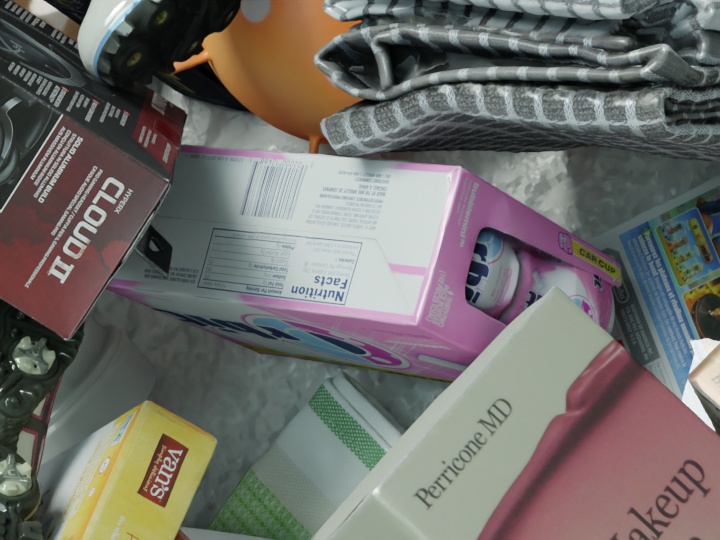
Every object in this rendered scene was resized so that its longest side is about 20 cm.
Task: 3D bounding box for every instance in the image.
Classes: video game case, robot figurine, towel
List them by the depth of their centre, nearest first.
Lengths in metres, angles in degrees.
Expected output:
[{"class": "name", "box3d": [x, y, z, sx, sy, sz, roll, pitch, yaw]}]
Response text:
[{"class": "towel", "box3d": [0.095, -0.080, 0.979, 0.165, 0.200, 0.086, 9, 96, 38]}, {"class": "video game case", "box3d": [0.146, 0.037, 1.032, 0.200, 0.018, 0.143, -27, 64, 17]}, {"class": "towel", "box3d": [-0.021, 0.163, 1.064, 0.149, 0.031, 0.200, 44, 105, 31]}, {"class": "robot figurine", "box3d": [0.008, -0.136, 1.087, 0.117, 0.144, 0.200, 25, 71, 43]}]

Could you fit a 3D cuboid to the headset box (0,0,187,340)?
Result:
[{"class": "headset box", "box3d": [-0.154, -0.061, 0.967, 0.200, 0.149, 0.077, 33, 101, -10]}]

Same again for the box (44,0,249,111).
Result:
[{"class": "box", "box3d": [-0.068, -0.191, 1.130, 0.051, 0.158, 0.200, 15, 80, 30]}]

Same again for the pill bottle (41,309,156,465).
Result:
[{"class": "pill bottle", "box3d": [-0.187, 0.003, 1.105, 0.111, 0.200, 0.111, -39, 16, 14]}]

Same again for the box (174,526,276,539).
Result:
[{"class": "box", "box3d": [-0.061, 0.221, 1.001, 0.124, 0.097, 0.200, 39, 102, 33]}]

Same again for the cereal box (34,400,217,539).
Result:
[{"class": "cereal box", "box3d": [-0.137, 0.142, 1.023, 0.200, 0.039, 0.144, -32, 32, 58]}]

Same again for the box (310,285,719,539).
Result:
[{"class": "box", "box3d": [0.089, 0.129, 0.909, 0.200, 0.109, 0.128, 42, 53, 2]}]

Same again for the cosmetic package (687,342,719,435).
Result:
[{"class": "cosmetic package", "box3d": [0.231, 0.014, 0.938, 0.200, 0.087, 0.103, -46, 63, -3]}]

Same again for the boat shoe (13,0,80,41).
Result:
[{"class": "boat shoe", "box3d": [-0.127, -0.163, 1.166, 0.075, 0.075, 0.203, 19, 68, 0]}]

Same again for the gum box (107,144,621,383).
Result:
[{"class": "gum box", "box3d": [0.000, 0.000, 1.036, 0.200, 0.113, 0.066, 7, 77, 43]}]

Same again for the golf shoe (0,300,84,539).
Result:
[{"class": "golf shoe", "box3d": [-0.160, 0.064, 1.002, 0.077, 0.088, 0.200, 14, 47, -10]}]

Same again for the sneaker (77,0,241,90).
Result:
[{"class": "sneaker", "box3d": [-0.064, -0.156, 1.006, 0.072, 0.072, 0.200, 26, 65, 9]}]
